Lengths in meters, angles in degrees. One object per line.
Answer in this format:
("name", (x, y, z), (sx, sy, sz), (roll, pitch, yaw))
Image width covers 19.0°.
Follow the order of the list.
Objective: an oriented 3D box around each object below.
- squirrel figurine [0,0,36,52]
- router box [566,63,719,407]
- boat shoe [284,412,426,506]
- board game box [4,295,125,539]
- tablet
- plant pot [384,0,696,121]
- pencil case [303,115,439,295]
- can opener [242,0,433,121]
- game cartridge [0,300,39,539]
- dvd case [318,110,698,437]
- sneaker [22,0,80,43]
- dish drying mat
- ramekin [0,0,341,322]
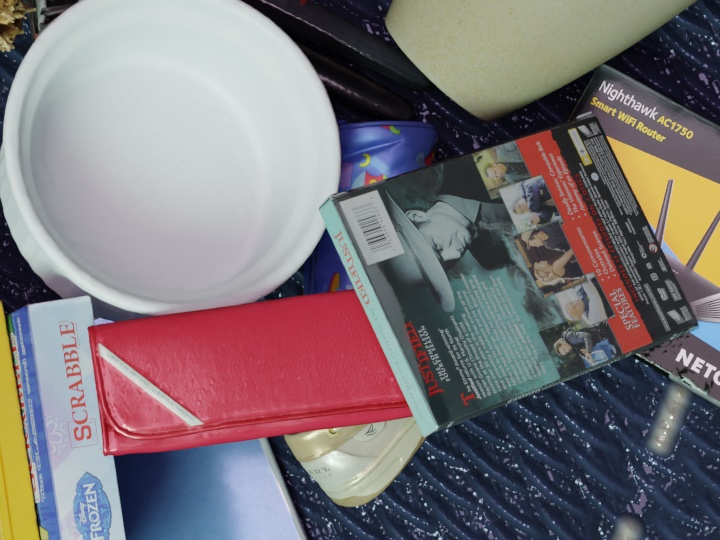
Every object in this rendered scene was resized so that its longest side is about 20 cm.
("squirrel figurine", (-0.290, -0.196, 1.337), (0.200, 0.141, 0.187), (33, 100, 49))
("router box", (0.198, -0.014, 1.320), (0.199, 0.051, 0.150), (29, 89, 11))
("boat shoe", (0.028, 0.041, 1.259), (0.069, 0.074, 0.200), (43, 71, -26))
("board game box", (-0.190, 0.127, 1.287), (0.041, 0.199, 0.201), (-7, 84, -22))
("tablet", (-0.124, 0.117, 1.372), (0.130, 0.014, 0.201), (-23, 82, 5))
("plant pot", (0.113, -0.194, 1.299), (0.187, 0.187, 0.200), (47, 106, 9))
("pencil case", (0.000, 0.000, 1.332), (0.086, 0.078, 0.201), (6, 85, -16))
("can opener", (-0.047, -0.153, 1.352), (0.199, 0.079, 0.064), (23, 130, 1))
("game cartridge", (-0.248, 0.119, 1.305), (0.032, 0.200, 0.177), (-7, 82, -27))
("dvd case", (0.088, -0.002, 1.240), (0.199, 0.022, 0.146), (-19, 78, -33))
("sneaker", (-0.177, -0.160, 1.368), (0.077, 0.082, 0.201), (-22, 83, 5))
("dish drying mat", (-0.050, 0.055, 1.208), (0.199, 0.018, 0.077), (-7, 80, -7))
("ramekin", (-0.120, -0.062, 1.278), (0.200, 0.098, 0.201), (4, 76, -17))
